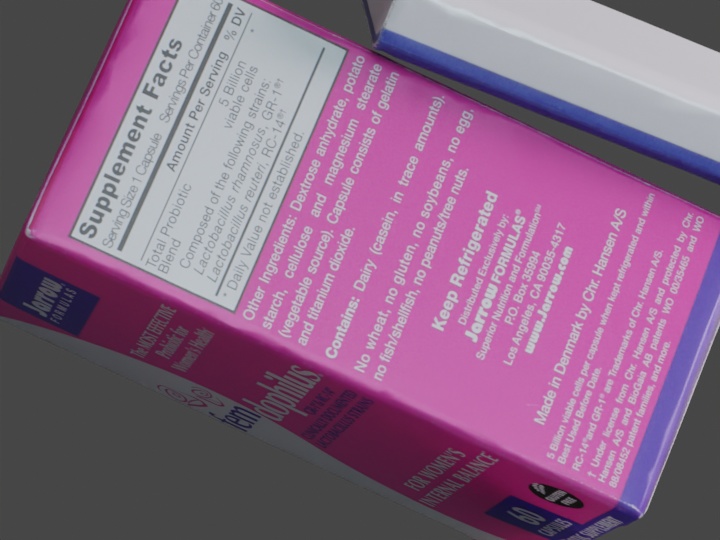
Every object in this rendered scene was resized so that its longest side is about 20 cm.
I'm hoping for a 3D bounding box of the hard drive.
[{"bbox_3d":[0.097,-0.055,0.905,0.200,0.132,0.025,21,103,-8],"label":"hard drive"}]

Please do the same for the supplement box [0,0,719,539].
[{"bbox_3d":[0.000,0.000,0.876,0.200,0.101,0.104,26,71,-5],"label":"supplement box"}]
